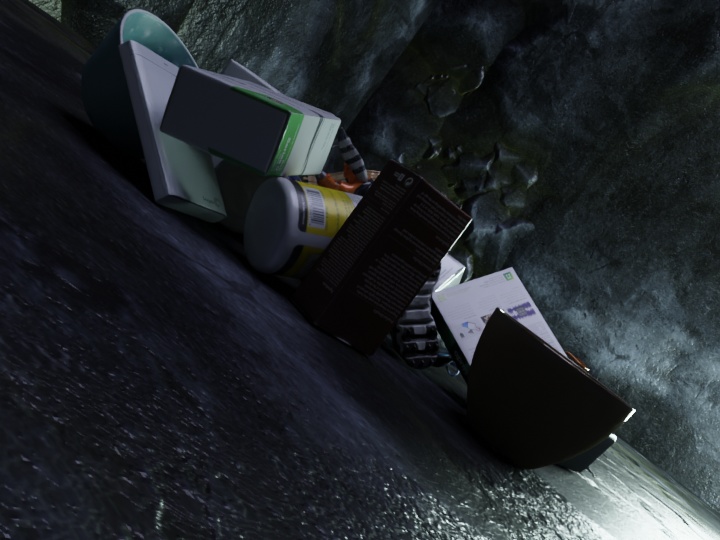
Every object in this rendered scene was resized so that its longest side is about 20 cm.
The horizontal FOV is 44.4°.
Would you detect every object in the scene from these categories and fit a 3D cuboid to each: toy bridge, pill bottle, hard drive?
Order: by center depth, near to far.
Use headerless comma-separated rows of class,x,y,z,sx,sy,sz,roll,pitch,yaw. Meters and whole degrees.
hard drive,-0.226,-0.165,1.069,0.132,0.027,0.200,20,51,-68
pill bottle,-0.030,-0.040,1.075,0.200,0.114,0.114,11,19,-34
pill bottle,-0.137,-0.101,1.256,0.111,0.111,0.200,37,5,7
toy bridge,0.008,-0.131,1.385,0.200,0.027,0.067,6,-28,-11

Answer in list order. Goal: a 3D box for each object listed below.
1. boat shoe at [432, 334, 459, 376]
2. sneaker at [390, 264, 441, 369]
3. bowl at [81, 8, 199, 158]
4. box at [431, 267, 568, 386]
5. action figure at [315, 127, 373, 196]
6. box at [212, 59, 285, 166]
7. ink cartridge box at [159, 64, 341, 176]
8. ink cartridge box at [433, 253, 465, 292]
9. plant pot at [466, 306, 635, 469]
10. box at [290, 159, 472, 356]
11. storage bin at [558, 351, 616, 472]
boat shoe,0.112,0.109,1.313,0.200,0.069,0.084,25,-2,-44
sneaker,0.064,0.028,1.183,0.066,0.201,0.090,0,0,-19
bowl,-0.289,-0.228,1.165,0.201,0.105,0.201,54,23,-36
box,0.194,0.100,1.214,0.200,0.144,0.036,62,-25,26
action figure,-0.002,-0.093,1.232,0.194,0.105,0.200,47,28,0
box,-0.201,-0.225,1.486,0.171,0.199,0.200,35,5,-11
ink cartridge box,-0.126,-0.178,1.076,0.146,0.084,0.200,24,12,12
ink cartridge box,0.047,0.000,1.383,0.200,0.087,0.145,40,-34,19
plant pot,0.205,0.157,1.057,0.200,0.135,0.200,36,5,-4
box,0.024,-0.013,1.005,0.100,0.200,0.075,34,3,-39
storage bin,0.290,0.206,1.293,0.200,0.146,0.134,31,17,-52
